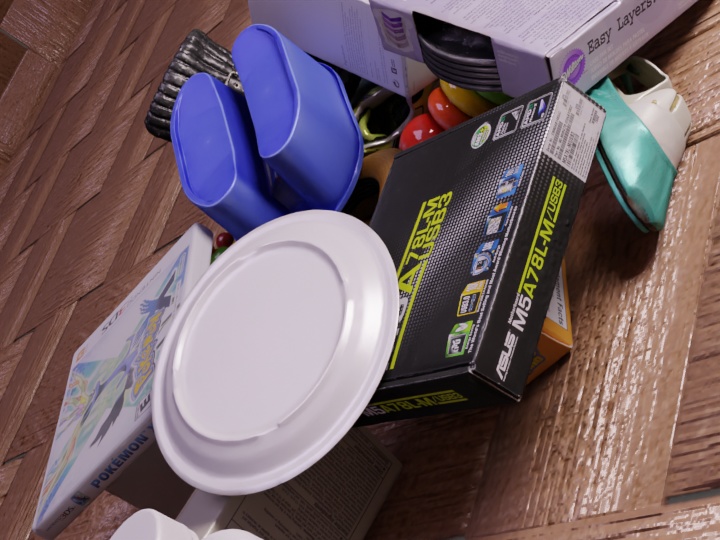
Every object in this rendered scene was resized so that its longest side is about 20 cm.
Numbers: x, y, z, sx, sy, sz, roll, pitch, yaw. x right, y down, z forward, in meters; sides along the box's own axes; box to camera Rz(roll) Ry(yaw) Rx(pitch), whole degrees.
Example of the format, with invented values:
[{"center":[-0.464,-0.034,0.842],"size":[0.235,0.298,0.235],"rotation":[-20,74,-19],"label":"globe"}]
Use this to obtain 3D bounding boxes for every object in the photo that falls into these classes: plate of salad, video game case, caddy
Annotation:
[{"center":[-0.054,0.053,0.860],"size":[0.198,0.048,0.202],"rotation":[-21,50,27],"label":"plate of salad"},{"center":[-0.180,0.081,1.018],"size":[0.182,0.022,0.201],"rotation":[-44,27,28],"label":"video game case"},{"center":[-0.073,-0.103,1.095],"size":[0.141,0.105,0.201],"rotation":[-37,44,19],"label":"caddy"}]

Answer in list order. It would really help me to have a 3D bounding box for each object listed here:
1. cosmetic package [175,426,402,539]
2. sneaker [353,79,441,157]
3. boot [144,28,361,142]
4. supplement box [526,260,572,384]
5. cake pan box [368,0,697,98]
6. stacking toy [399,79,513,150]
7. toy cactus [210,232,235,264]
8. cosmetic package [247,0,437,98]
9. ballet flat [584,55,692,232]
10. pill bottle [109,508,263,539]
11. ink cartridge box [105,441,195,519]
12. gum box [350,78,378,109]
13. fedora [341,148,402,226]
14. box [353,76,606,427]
[{"center":[-0.065,0.180,0.884],"size":[0.073,0.104,0.201],"rotation":[-23,26,52],"label":"cosmetic package"},{"center":[0.000,-0.114,1.182],"size":[0.200,0.076,0.076],"rotation":[-47,70,27],"label":"sneaker"},{"center":[-0.089,-0.184,1.229],"size":[0.212,0.157,0.080],"rotation":[-59,-3,-18],"label":"boot"},{"center":[0.096,-0.013,0.909],"size":[0.066,0.068,0.201],"rotation":[-42,26,35],"label":"supplement box"},{"center":[0.130,-0.200,0.928],"size":[0.200,0.053,0.183],"rotation":[-40,40,-23],"label":"cake pan box"},{"center":[0.100,-0.158,1.081],"size":[0.200,0.085,0.086],"rotation":[-51,23,27],"label":"stacking toy"},{"center":[-0.152,0.045,1.310],"size":[0.165,0.101,0.202],"rotation":[-39,36,56],"label":"toy cactus"},{"center":[0.001,-0.235,1.142],"size":[0.199,0.086,0.107],"rotation":[29,53,35],"label":"cosmetic package"},{"center":[0.177,-0.101,0.869],"size":[0.070,0.067,0.201],"rotation":[-35,31,13],"label":"ballet flat"},{"center":[-0.056,0.215,0.748],"size":[0.111,0.199,0.112],"rotation":[-42,27,28],"label":"pill bottle"},{"center":[-0.125,0.117,1.076],"size":[0.084,0.144,0.201],"rotation":[-47,25,20],"label":"ink cartridge box"},{"center":[0.003,-0.175,1.323],"size":[0.170,0.044,0.201],"rotation":[-44,27,29],"label":"gum box"},{"center":[0.000,0.000,1.060],"size":[0.201,0.081,0.202],"rotation":[-46,25,29],"label":"fedora"},{"center":[0.056,-0.005,0.840],"size":[0.192,0.047,0.202],"rotation":[-15,49,56],"label":"box"}]
